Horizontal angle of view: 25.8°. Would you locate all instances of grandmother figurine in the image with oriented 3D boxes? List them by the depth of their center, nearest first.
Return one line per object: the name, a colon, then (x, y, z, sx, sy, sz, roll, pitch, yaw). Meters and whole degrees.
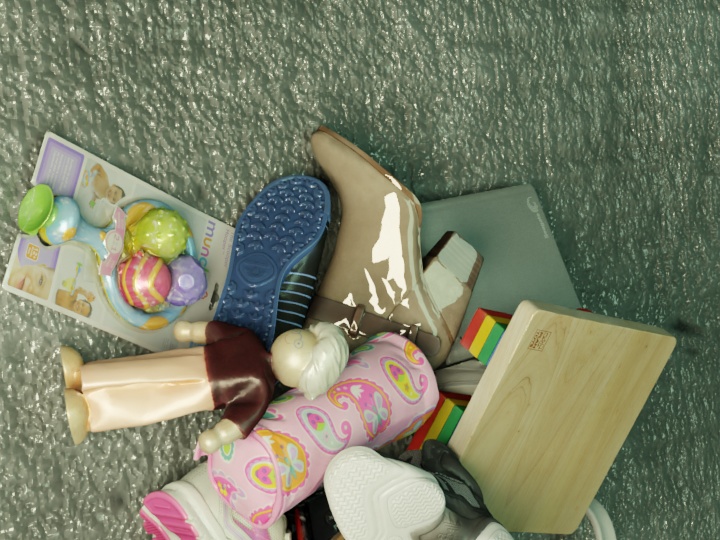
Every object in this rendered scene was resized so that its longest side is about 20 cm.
grandmother figurine: (-0.104, 0.074, 1.092, 0.061, 0.197, 0.122, 90, -13, -55)

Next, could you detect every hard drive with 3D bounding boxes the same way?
hard drive: (0.109, 0.002, 1.398, 0.199, 0.033, 0.141, -12, 78, -46)

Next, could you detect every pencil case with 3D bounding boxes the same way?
pencil case: (-0.029, 0.114, 1.172, 0.199, 0.087, 0.089, -26, 107, -44)

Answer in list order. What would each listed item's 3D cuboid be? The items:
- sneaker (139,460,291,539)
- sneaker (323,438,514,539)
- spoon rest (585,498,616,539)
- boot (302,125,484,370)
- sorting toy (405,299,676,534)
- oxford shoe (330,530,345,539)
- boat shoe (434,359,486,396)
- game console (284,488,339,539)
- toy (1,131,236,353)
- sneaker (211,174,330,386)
sneaker: (-0.081, 0.225, 1.186, 0.088, 0.081, 0.202, -43, 119, -36)
sneaker: (0.034, 0.168, 1.171, 0.076, 0.114, 0.200, -45, 126, 10)
spoon rest: (0.213, 0.315, 1.507, 0.099, 0.060, 0.203, 6, 83, -46)
boot: (0.000, 0.000, 1.281, 0.199, 0.070, 0.147, 39, 85, 1)
sorting toy: (0.143, 0.116, 1.323, 0.197, 0.069, 0.202, 11, 110, -44)
oxford shoe: (0.000, 0.241, 1.127, 0.200, 0.070, 0.072, -49, 126, -63)
boat shoe: (0.106, 0.104, 1.401, 0.198, 0.072, 0.069, -2, 54, -40)
game console: (0.009, 0.279, 1.247, 0.171, 0.118, 0.203, -14, 100, -35)
toy: (-0.157, -0.010, 1.137, 0.199, 0.047, 0.117, 26, 71, -42)
sneaker: (-0.072, 0.018, 1.219, 0.078, 0.069, 0.201, 93, 15, -51)
